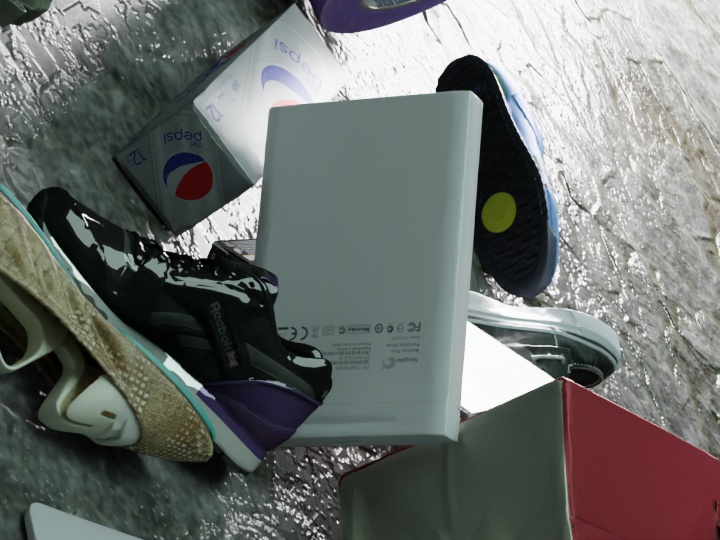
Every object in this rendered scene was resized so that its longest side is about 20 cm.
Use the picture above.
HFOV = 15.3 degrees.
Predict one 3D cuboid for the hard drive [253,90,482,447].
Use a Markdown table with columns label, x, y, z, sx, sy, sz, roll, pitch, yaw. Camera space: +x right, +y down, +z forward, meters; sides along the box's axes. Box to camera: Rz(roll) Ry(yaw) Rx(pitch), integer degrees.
| label | x | y | z | sx | sy | sz | roll | pitch | yaw |
| --- | --- | --- | --- | --- | --- | --- | --- | --- | --- |
| hard drive | 0.000 | 0.000 | 1.533 | 0.027 | 0.131 | 0.201 | 33 | 58 | -59 |

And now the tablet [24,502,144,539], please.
| label | x | y | z | sx | sy | sz | roll | pitch | yaw |
| --- | --- | --- | --- | --- | --- | --- | --- | --- | --- |
| tablet | -0.091 | 0.197 | 1.377 | 0.200 | 0.014 | 0.131 | 27 | 40 | -46 |

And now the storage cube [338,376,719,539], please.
| label | x | y | z | sx | sy | sz | roll | pitch | yaw |
| --- | --- | --- | --- | --- | --- | --- | --- | --- | --- |
| storage cube | 0.108 | 0.191 | 1.515 | 0.179 | 0.199 | 0.172 | 28 | 48 | -41 |

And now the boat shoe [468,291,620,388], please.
| label | x | y | z | sx | sy | sz | roll | pitch | yaw |
| --- | --- | --- | --- | --- | --- | --- | --- | --- | --- |
| boat shoe | 0.102 | 0.065 | 1.798 | 0.199 | 0.072 | 0.071 | 11 | 60 | -43 |

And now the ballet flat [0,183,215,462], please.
| label | x | y | z | sx | sy | sz | roll | pitch | yaw |
| --- | --- | --- | --- | --- | --- | --- | --- | --- | --- |
| ballet flat | -0.158 | 0.043 | 1.393 | 0.200 | 0.070 | 0.065 | 47 | 55 | -13 |

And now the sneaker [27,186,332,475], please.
| label | x | y | z | sx | sy | sz | roll | pitch | yaw |
| --- | --- | --- | --- | --- | --- | --- | --- | --- | --- |
| sneaker | -0.095 | 0.013 | 1.466 | 0.200 | 0.087 | 0.076 | 48 | 3 | -24 |

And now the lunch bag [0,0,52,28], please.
| label | x | y | z | sx | sy | sz | roll | pitch | yaw |
| --- | --- | --- | --- | --- | --- | --- | --- | --- | --- |
| lunch bag | -0.239 | -0.246 | 1.493 | 0.164 | 0.117 | 0.201 | 22 | 49 | -50 |

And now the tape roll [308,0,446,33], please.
| label | x | y | z | sx | sy | sz | roll | pitch | yaw |
| --- | --- | --- | --- | --- | --- | --- | --- | --- | --- |
| tape roll | 0.042 | -0.253 | 1.876 | 0.200 | 0.200 | 0.085 | -7 | 68 | -61 |

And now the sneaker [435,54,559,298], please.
| label | x | y | z | sx | sy | sz | roll | pitch | yaw |
| --- | --- | --- | --- | --- | --- | --- | --- | --- | --- |
| sneaker | 0.114 | -0.065 | 1.947 | 0.078 | 0.066 | 0.201 | 28 | 38 | -50 |

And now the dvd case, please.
| label | x | y | z | sx | sy | sz | roll | pitch | yaw |
| --- | --- | --- | --- | --- | --- | --- | --- | --- | --- |
| dvd case | 0.019 | 0.036 | 1.618 | 0.199 | 0.022 | 0.146 | 32 | 17 | 24 |

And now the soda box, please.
| label | x | y | z | sx | sy | sz | roll | pitch | yaw |
| --- | --- | --- | --- | --- | --- | --- | --- | --- | --- |
| soda box | -0.075 | -0.096 | 1.657 | 0.064 | 0.068 | 0.200 | 53 | 26 | -8 |
